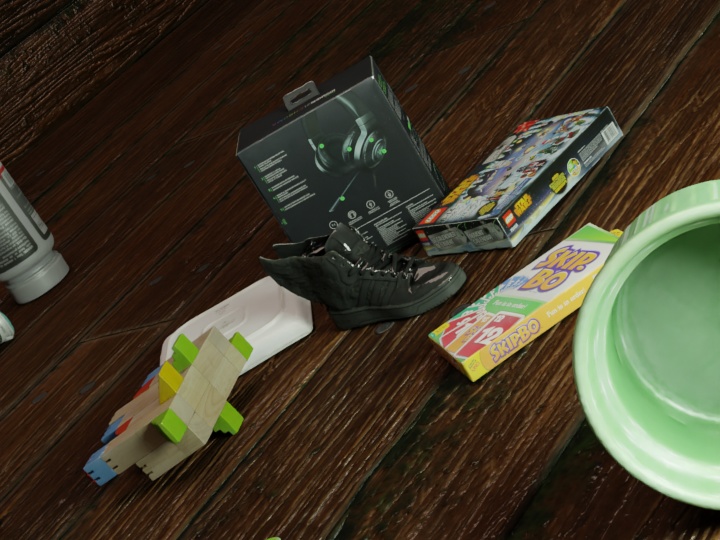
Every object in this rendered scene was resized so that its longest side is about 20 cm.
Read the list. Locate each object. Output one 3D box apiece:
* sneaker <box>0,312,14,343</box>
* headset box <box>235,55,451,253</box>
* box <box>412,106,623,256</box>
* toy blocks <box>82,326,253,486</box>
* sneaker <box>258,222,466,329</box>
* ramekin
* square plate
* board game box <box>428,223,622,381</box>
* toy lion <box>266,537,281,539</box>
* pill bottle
[{"bbox_3d":[-0.587,0.113,2.323,0.199,0.078,0.091,-21,26,35],"label":"sneaker"},{"bbox_3d":[-0.019,-0.110,1.775,0.174,0.200,0.093,-29,19,10],"label":"headset box"},{"bbox_3d":[0.163,-0.092,1.692,0.200,0.040,0.137,-44,21,-31],"label":"box"},{"bbox_3d":[-0.195,0.143,1.614,0.137,0.100,0.200,-35,16,28],"label":"toy blocks"},{"bbox_3d":[0.001,-0.002,1.619,0.199,0.104,0.060,-17,23,39],"label":"sneaker"},{"bbox_3d":[0.234,0.039,1.017,0.199,0.201,0.098,-26,12,18],"label":"ramekin"},{"bbox_3d":[-0.145,0.070,1.791,0.199,0.029,0.198,-30,19,7],"label":"square plate"},{"bbox_3d":[0.159,0.021,1.439,0.200,0.030,0.096,-32,19,-7],"label":"board game box"},{"bbox_3d":[-0.135,0.276,1.223,0.199,0.069,0.192,-28,12,14],"label":"toy lion"},{"bbox_3d":[-0.534,-0.056,2.455,0.114,0.200,0.114,-29,19,11],"label":"pill bottle"}]
